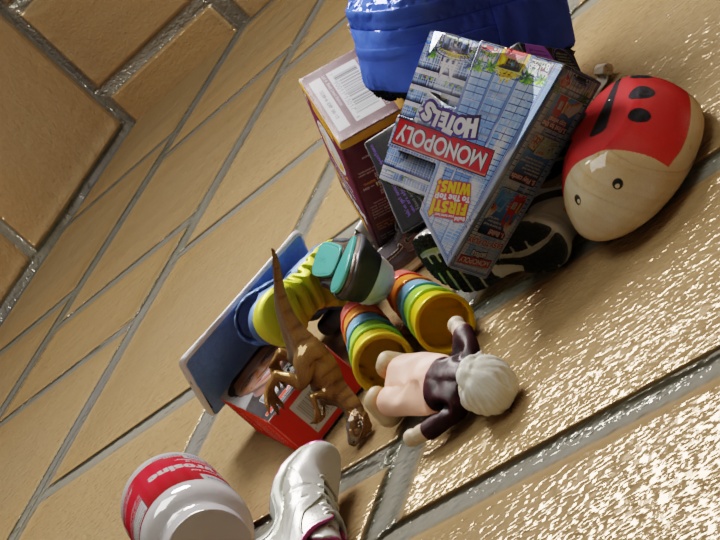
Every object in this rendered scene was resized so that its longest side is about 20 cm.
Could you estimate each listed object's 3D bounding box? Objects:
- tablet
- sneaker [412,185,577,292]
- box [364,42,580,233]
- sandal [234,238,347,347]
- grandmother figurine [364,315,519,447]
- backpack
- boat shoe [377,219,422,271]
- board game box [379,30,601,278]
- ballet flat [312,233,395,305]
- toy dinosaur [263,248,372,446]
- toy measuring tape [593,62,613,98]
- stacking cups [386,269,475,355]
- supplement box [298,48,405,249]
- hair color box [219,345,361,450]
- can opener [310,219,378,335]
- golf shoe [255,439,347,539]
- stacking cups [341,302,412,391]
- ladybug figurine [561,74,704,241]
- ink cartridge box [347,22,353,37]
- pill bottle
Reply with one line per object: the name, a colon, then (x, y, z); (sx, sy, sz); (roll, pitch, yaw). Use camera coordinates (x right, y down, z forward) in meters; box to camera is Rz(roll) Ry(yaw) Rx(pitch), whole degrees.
tablet: (-0.119, 0.058, 1.834); (0.200, 0.014, 0.130); (-50, -29, -18)
sneaker: (0.134, -0.034, 1.571); (0.199, 0.074, 0.080); (-7, 35, 45)
box: (0.125, -0.125, 1.626); (0.199, 0.107, 0.122); (-30, -14, 31)
sandal: (-0.068, 0.025, 1.796); (0.087, 0.080, 0.200); (-18, 8, 44)
grandmother figurine: (0.075, 0.099, 1.460); (0.200, 0.060, 0.122); (-3, 74, 64)
backpack: (0.084, -0.262, 1.676); (0.199, 0.169, 0.162); (-23, 13, -20)
boat shoe: (0.070, -0.058, 1.800); (0.200, 0.065, 0.072); (-37, 22, 37)
board game box: (0.095, -0.106, 1.509); (0.199, 0.061, 0.201); (23, 95, 44)
ballet flat: (0.000, 0.000, 1.677); (0.073, 0.073, 0.200); (-49, 10, -4)
toy dinosaur: (-0.055, 0.082, 1.614); (0.106, 0.201, 0.060); (-34, -2, 30)
toy measuring tape: (0.183, -0.156, 1.728); (0.200, 0.074, 0.073); (-52, 17, -11)
stacking cups: (0.060, 0.039, 1.636); (0.061, 0.060, 0.200); (-49, 12, -2)
supplement box: (0.013, -0.133, 1.819); (0.085, 0.200, 0.111); (-28, 54, -4)
hair color box: (-0.076, 0.127, 1.762); (0.102, 0.061, 0.200); (-52, 16, -11)
can opener: (0.005, -0.017, 1.897); (0.201, 0.053, 0.066); (-54, 16, -18)
golf shoe: (-0.041, 0.227, 1.457); (0.091, 0.075, 0.201); (-17, 33, 32)
stacking cups: (0.008, 0.072, 1.664); (0.061, 0.060, 0.200); (-48, 13, 1)
ladybug figurine: (0.234, -0.109, 1.466); (0.135, 0.072, 0.201); (-26, 26, 35)
ink cartridge box: (0.109, -0.234, 1.813); (0.164, 0.201, 0.075); (-36, 10, -18)
pill bottle: (-0.167, 0.251, 1.622); (0.112, 0.112, 0.200); (-50, 17, -7)
